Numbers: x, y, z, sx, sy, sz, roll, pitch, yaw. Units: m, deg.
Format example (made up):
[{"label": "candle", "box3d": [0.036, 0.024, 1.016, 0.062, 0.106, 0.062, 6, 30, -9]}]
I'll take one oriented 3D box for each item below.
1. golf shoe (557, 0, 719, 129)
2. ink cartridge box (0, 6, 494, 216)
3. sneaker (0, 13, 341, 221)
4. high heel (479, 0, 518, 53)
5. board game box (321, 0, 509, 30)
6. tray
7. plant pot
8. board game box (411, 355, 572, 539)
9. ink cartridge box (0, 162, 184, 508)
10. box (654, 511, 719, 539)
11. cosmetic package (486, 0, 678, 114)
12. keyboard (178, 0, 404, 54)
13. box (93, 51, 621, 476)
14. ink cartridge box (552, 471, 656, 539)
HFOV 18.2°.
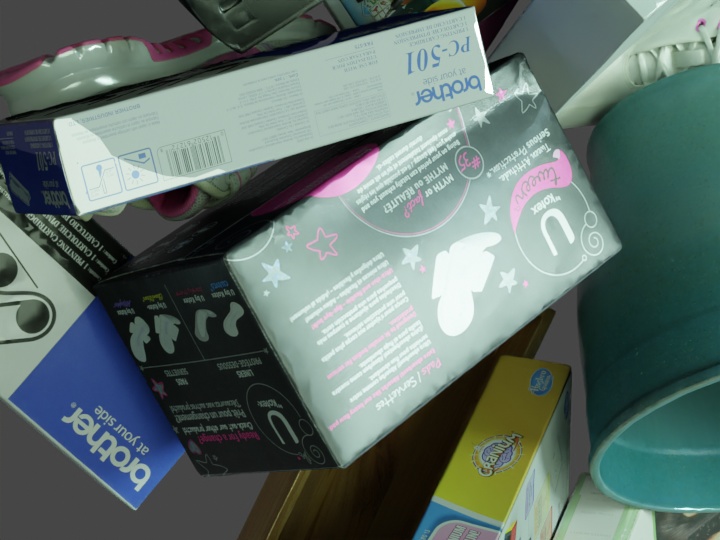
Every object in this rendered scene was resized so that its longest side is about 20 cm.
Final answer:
[{"label": "golf shoe", "box3d": [0.170, -0.125, 1.206, 0.200, 0.092, 0.073, -23, 111, -18]}, {"label": "ink cartridge box", "box3d": [-0.051, -0.070, 0.986, 0.200, 0.094, 0.044, -17, 99, -23]}, {"label": "sneaker", "box3d": [-0.081, -0.070, 1.081, 0.200, 0.081, 0.088, -15, 93, -38]}, {"label": "high heel", "box3d": [0.099, -0.167, 1.177, 0.200, 0.067, 0.096, -25, 99, -4]}, {"label": "board game box", "box3d": [0.017, -0.185, 1.034, 0.126, 0.035, 0.200, -36, 139, 2]}, {"label": "tray", "box3d": [0.016, 0.089, 1.201, 0.099, 0.037, 0.200, 28, 87, -27]}, {"label": "plant pot", "box3d": [0.200, 0.001, 1.171, 0.200, 0.200, 0.188, 4, 61, -26]}, {"label": "board game box", "box3d": [0.062, 0.162, 1.139, 0.200, 0.040, 0.153, -59, 153, -51]}, {"label": "ink cartridge box", "box3d": [-0.155, 0.017, 1.094, 0.200, 0.044, 0.094, 45, 79, -25]}, {"label": "box", "box3d": [0.232, 0.103, 1.297, 0.200, 0.049, 0.082, -35, 112, -16]}, {"label": "cosmetic package", "box3d": [0.145, -0.155, 1.082, 0.052, 0.200, 0.151, 45, 76, 1]}, {"label": "keyboard", "box3d": [0.006, -0.170, 1.000, 0.200, 0.040, 0.104, -32, 116, 2]}, {"label": "box", "box3d": [0.000, 0.000, 1.071, 0.200, 0.132, 0.115, -35, 103, -32]}, {"label": "ink cartridge box", "box3d": [0.117, 0.223, 1.182, 0.200, 0.048, 0.146, -57, 146, -51]}]
